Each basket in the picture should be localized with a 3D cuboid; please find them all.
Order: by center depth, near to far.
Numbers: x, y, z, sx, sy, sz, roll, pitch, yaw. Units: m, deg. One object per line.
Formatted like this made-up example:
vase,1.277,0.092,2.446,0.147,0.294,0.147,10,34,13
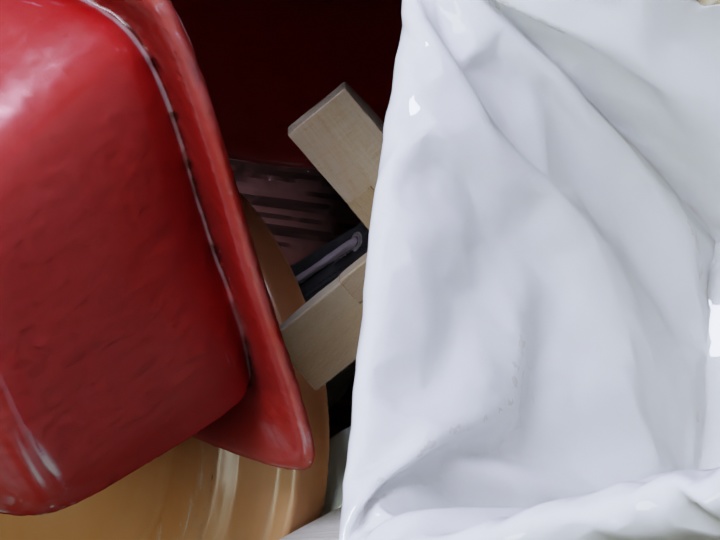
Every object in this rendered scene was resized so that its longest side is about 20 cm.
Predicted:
basket,0.121,0.009,0.740,0.198,0.161,0.201,-16,51,33

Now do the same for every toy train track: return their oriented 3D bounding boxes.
toy train track,0.049,0.021,0.898,0.115,0.033,0.200,-38,104,10

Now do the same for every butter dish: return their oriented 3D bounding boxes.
butter dish,-0.136,-0.003,0.844,0.199,0.148,0.200,21,141,35

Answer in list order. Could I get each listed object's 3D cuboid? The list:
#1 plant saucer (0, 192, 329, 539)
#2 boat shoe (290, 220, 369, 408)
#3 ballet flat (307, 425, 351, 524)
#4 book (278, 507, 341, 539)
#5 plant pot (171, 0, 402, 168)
plant saucer,-0.096,0.051,0.966,0.200,0.032,0.201,3,95,38
boat shoe,0.000,0.000,0.969,0.200,0.067,0.057,-36,73,35
ballet flat,-0.010,0.098,0.968,0.068,0.075,0.200,45,115,31
book,0.057,0.165,0.867,0.133,0.048,0.201,-9,104,61
plant pot,0.007,-0.147,0.899,0.200,0.200,0.178,-16,69,36
